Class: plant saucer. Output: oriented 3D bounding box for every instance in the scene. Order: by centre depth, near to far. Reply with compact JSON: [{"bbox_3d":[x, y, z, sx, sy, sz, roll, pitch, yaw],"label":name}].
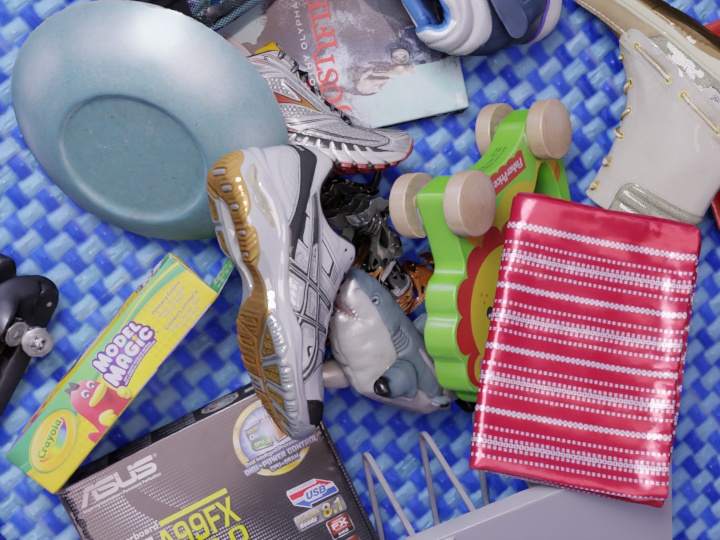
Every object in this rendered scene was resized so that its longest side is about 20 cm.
[{"bbox_3d":[-0.150,-0.086,0.770,0.200,0.039,0.202,8,133,8],"label":"plant saucer"}]

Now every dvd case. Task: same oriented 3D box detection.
[{"bbox_3d":[-0.025,-0.174,0.866,0.199,0.022,0.147,-13,97,-10],"label":"dvd case"}]

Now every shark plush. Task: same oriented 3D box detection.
[{"bbox_3d":[0.052,0.064,0.839,0.199,0.091,0.084,20,78,-32],"label":"shark plush"}]

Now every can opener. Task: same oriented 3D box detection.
[{"bbox_3d":[-0.279,0.088,0.816,0.063,0.078,0.201,20,94,-49],"label":"can opener"}]

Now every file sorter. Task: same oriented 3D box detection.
[{"bbox_3d":[0.117,0.182,0.855,0.199,0.125,0.139,-18,125,-11],"label":"file sorter"}]

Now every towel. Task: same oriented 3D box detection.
[{"bbox_3d":[0.159,0.052,0.782,0.144,0.022,0.201,12,78,-5],"label":"towel"}]

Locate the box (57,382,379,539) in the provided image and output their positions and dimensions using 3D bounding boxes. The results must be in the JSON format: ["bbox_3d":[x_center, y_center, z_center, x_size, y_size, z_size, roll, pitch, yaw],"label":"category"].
[{"bbox_3d":[-0.105,0.187,0.861,0.199,0.044,0.161,-25,100,-10],"label":"box"}]

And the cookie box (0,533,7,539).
[{"bbox_3d":[-0.289,0.198,0.722,0.075,0.171,0.200,-29,128,-7],"label":"cookie box"}]

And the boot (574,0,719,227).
[{"bbox_3d":[0.217,-0.129,0.889,0.200,0.072,0.155,43,120,24],"label":"boot"}]

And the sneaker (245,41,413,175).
[{"bbox_3d":[-0.053,-0.121,0.814,0.199,0.078,0.082,17,89,-12],"label":"sneaker"}]

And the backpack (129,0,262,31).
[{"bbox_3d":[-0.101,-0.273,0.769,0.200,0.151,0.178,-33,64,-16],"label":"backpack"}]

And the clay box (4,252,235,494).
[{"bbox_3d":[-0.165,0.056,0.803,0.048,0.115,0.200,39,84,-9],"label":"clay box"}]

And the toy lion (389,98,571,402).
[{"bbox_3d":[0.107,-0.007,0.852,0.200,0.068,0.192,-42,122,-41],"label":"toy lion"}]

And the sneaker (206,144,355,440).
[{"bbox_3d":[-0.037,0.014,0.749,0.087,0.076,0.201,-17,109,-28],"label":"sneaker"}]

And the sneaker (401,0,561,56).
[{"bbox_3d":[0.079,-0.260,0.831,0.146,0.080,0.201,-14,103,-38],"label":"sneaker"}]

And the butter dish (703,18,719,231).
[{"bbox_3d":[0.376,-0.126,0.894,0.199,0.148,0.201,-23,98,-11],"label":"butter dish"}]

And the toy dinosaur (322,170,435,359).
[{"bbox_3d":[0.000,0.000,0.862,0.200,0.102,0.136,-32,117,-37],"label":"toy dinosaur"}]
